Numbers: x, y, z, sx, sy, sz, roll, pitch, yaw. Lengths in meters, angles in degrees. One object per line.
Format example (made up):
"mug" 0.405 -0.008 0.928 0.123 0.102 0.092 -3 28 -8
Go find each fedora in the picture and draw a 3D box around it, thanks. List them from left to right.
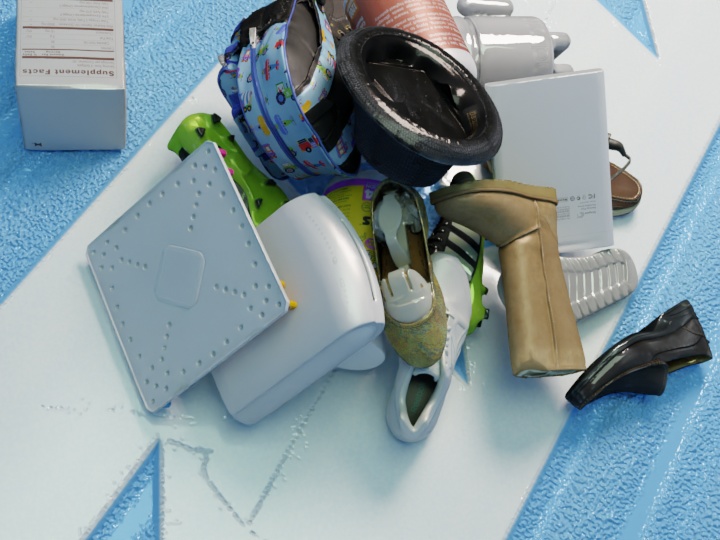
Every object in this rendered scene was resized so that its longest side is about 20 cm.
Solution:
"fedora" 0.046 -0.155 1.127 0.199 0.092 0.202 19 40 -16

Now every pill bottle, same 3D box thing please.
"pill bottle" 0.000 0.000 1.191 0.103 0.105 0.202 10 61 -7
"pill bottle" 0.063 -0.242 1.255 0.111 0.112 0.202 -14 67 -19

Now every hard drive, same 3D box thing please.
"hard drive" 0.214 -0.119 1.256 0.130 0.202 0.027 -7 19 2

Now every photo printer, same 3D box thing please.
"photo printer" -0.073 0.033 1.109 0.069 0.199 0.168 13 46 -56

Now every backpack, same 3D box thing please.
"backpack" -0.070 -0.180 1.197 0.133 0.183 0.201 -20 34 18

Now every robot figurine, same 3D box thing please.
"robot figurine" 0.158 -0.253 1.357 0.198 0.113 0.172 -4 78 -14

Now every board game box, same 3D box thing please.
"board game box" -0.174 0.007 1.118 0.026 0.199 0.201 11 48 -57

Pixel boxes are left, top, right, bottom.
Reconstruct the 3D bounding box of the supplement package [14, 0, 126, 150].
"supplement package" -0.323 -0.250 1.247 0.116 0.117 0.202 -1 63 -13

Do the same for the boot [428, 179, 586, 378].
"boot" 0.158 0.010 1.161 0.173 0.066 0.202 1 78 -31

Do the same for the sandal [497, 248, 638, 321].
"sandal" 0.233 0.023 1.266 0.201 0.050 0.083 -6 78 -30

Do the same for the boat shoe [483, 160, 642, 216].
"boat shoe" 0.249 -0.122 1.329 0.200 0.075 0.075 15 60 -4

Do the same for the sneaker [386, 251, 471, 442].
"sneaker" 0.075 0.079 1.141 0.070 0.080 0.203 11 83 0

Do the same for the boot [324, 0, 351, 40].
"boot" 0.008 -0.297 1.374 0.172 0.069 0.202 5 59 -9

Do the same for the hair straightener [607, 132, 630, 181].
"hair straightener" 0.215 -0.136 1.286 0.198 0.078 0.041 10 18 -3

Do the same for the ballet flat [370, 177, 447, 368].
"ballet flat" 0.042 -0.004 1.106 0.070 0.071 0.202 0 64 -12

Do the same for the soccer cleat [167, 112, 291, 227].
"soccer cleat" -0.136 -0.084 1.232 0.201 0.081 0.067 54 50 -6

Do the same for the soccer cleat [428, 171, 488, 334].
"soccer cleat" 0.100 -0.025 1.241 0.080 0.068 0.202 7 64 -9

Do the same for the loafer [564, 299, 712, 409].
"loafer" 0.312 0.106 1.224 0.199 0.073 0.073 -29 76 -23
